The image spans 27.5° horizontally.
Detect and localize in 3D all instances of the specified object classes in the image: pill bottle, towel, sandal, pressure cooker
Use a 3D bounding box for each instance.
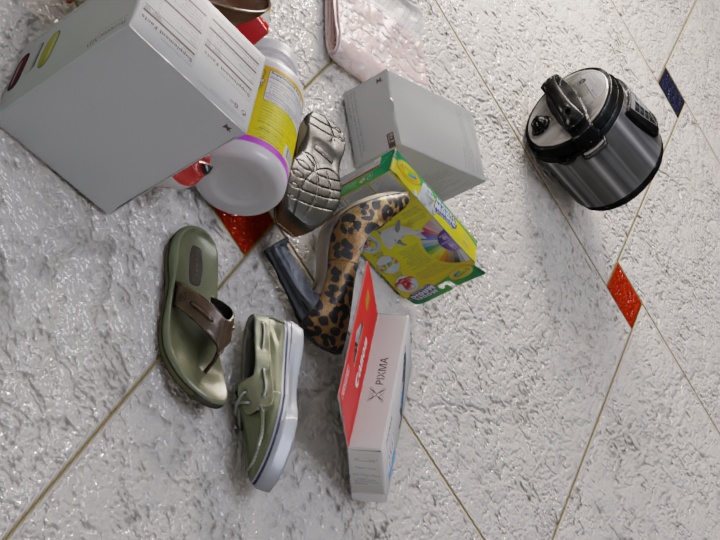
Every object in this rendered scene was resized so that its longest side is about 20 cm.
[{"bbox_3d":[-0.119,-0.165,1.630,0.104,0.104,0.202,42,39,-32],"label":"pill bottle"},{"bbox_3d":[0.024,-0.321,2.002,0.199,0.032,0.193,30,47,-42],"label":"towel"},{"bbox_3d":[-0.160,0.040,1.483,0.079,0.057,0.204,24,52,-46],"label":"sandal"},{"bbox_3d":[0.353,-0.212,2.275,0.200,0.175,0.180,42,64,-30],"label":"pressure cooker"}]

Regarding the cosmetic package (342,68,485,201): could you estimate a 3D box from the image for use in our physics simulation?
[{"bbox_3d":[0.073,-0.174,1.935,0.199,0.081,0.114,19,55,-48],"label":"cosmetic package"}]

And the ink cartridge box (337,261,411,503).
[{"bbox_3d":[0.019,0.122,1.624,0.178,0.044,0.202,84,14,-45],"label":"ink cartridge box"}]

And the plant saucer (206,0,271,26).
[{"bbox_3d":[-0.186,-0.292,1.473,0.198,0.037,0.201,24,22,-10],"label":"plant saucer"}]

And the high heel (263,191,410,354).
[{"bbox_3d":[0.000,0.000,1.681,0.199,0.071,0.144,-28,88,-25],"label":"high heel"}]

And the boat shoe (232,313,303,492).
[{"bbox_3d":[-0.102,0.134,1.515,0.061,0.072,0.202,19,47,-18],"label":"boat shoe"}]

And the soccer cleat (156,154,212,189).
[{"bbox_3d":[-0.176,-0.174,1.544,0.068,0.085,0.202,34,59,-38],"label":"soccer cleat"}]

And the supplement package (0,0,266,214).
[{"bbox_3d":[-0.219,-0.174,1.402,0.156,0.199,0.112,41,39,-31],"label":"supplement package"}]

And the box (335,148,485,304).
[{"bbox_3d":[0.056,-0.047,1.795,0.200,0.116,0.049,48,34,-27],"label":"box"}]

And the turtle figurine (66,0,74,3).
[{"bbox_3d":[-0.234,-0.254,1.537,0.199,0.064,0.163,28,39,-47],"label":"turtle figurine"}]

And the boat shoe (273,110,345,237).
[{"bbox_3d":[-0.067,-0.101,1.688,0.076,0.074,0.201,41,33,-18],"label":"boat shoe"}]

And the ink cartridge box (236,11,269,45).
[{"bbox_3d":[-0.159,-0.311,1.646,0.116,0.067,0.201,49,18,-26],"label":"ink cartridge box"}]
